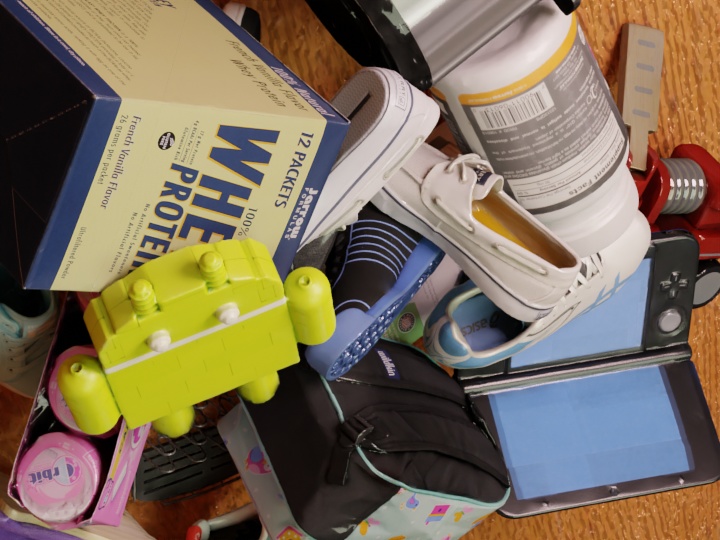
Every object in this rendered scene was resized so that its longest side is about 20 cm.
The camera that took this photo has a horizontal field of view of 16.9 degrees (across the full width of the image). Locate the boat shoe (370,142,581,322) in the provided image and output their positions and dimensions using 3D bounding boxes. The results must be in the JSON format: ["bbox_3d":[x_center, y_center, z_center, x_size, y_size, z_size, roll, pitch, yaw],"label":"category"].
[{"bbox_3d":[0.073,-0.052,1.711,0.071,0.200,0.070,-41,173,-48],"label":"boat shoe"}]

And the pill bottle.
[{"bbox_3d":[0.126,-0.107,1.746,0.116,0.116,0.200,-40,131,-11],"label":"pill bottle"}]

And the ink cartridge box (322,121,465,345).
[{"bbox_3d":[0.066,-0.039,1.865,0.200,0.067,0.117,-35,135,-14],"label":"ink cartridge box"}]

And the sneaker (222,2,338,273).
[{"bbox_3d":[-0.054,-0.082,1.677,0.112,0.073,0.200,6,103,0],"label":"sneaker"}]

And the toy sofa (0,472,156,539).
[{"bbox_3d":[-0.237,0.202,1.759,0.200,0.098,0.083,27,99,-48],"label":"toy sofa"}]

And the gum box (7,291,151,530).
[{"bbox_3d":[-0.178,0.081,1.658,0.114,0.066,0.200,69,37,-81],"label":"gum box"}]

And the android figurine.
[{"bbox_3d":[-0.104,0.043,1.527,0.182,0.041,0.200,-21,154,-8],"label":"android figurine"}]

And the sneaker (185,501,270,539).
[{"bbox_3d":[-0.121,0.225,1.860,0.200,0.070,0.093,-31,143,23],"label":"sneaker"}]

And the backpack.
[{"bbox_3d":[0.006,0.134,1.788,0.200,0.176,0.153,9,131,-46],"label":"backpack"}]

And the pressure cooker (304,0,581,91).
[{"bbox_3d":[0.053,-0.239,1.630,0.200,0.179,0.176,-38,132,-7],"label":"pressure cooker"}]

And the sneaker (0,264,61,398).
[{"bbox_3d":[-0.235,0.029,1.648,0.074,0.082,0.200,-36,136,-14],"label":"sneaker"}]

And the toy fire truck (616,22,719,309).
[{"bbox_3d":[0.238,-0.083,1.960,0.176,0.129,0.200,-2,130,-40],"label":"toy fire truck"}]

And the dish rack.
[{"bbox_3d":[-0.107,0.093,1.823,0.153,0.055,0.200,-17,129,-30],"label":"dish rack"}]

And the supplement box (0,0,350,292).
[{"bbox_3d":[-0.156,-0.091,1.540,0.200,0.200,0.134,3,120,-42],"label":"supplement box"}]

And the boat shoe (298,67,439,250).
[{"bbox_3d":[-0.025,-0.050,1.611,0.200,0.074,0.067,-40,140,26],"label":"boat shoe"}]

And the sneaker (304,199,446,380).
[{"bbox_3d":[0.000,0.000,1.720,0.200,0.078,0.070,-48,171,-47],"label":"sneaker"}]

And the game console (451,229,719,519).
[{"bbox_3d":[0.183,0.078,1.875,0.200,0.118,0.171,-9,125,-16],"label":"game console"}]

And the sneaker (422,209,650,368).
[{"bbox_3d":[0.139,0.014,1.814,0.200,0.072,0.072,-31,98,-15],"label":"sneaker"}]
